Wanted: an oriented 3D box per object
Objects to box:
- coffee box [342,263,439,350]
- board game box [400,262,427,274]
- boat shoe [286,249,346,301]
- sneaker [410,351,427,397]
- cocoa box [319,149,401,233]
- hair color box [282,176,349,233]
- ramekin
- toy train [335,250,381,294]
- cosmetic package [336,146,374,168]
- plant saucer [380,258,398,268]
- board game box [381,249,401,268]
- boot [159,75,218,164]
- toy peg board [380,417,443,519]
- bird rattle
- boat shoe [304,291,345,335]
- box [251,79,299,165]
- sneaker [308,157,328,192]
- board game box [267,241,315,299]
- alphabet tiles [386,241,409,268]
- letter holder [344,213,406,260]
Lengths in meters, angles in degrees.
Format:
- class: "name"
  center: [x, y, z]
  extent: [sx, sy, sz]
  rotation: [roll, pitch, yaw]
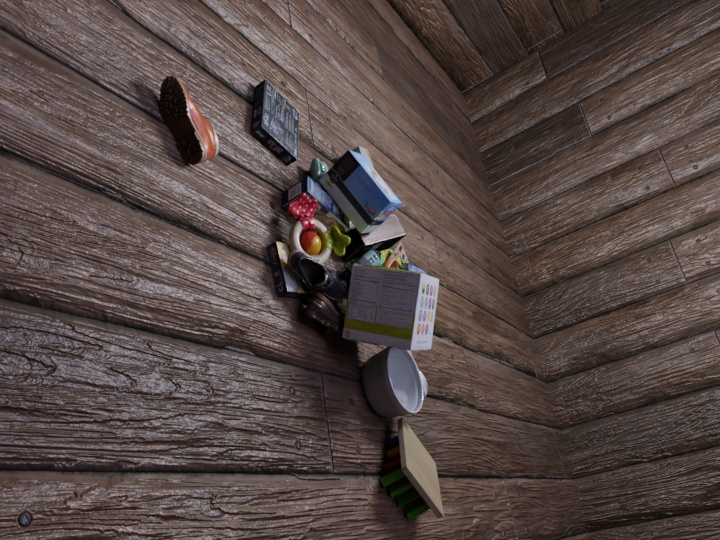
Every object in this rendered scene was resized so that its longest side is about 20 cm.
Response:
- class: "coffee box"
  center: [0.087, 0.100, 1.630]
  extent: [0.199, 0.195, 0.204]
  rotation: [15, 82, -68]
- class: "board game box"
  center: [0.176, 0.090, 2.060]
  extent: [0.134, 0.034, 0.206]
  rotation: [23, 70, -53]
- class: "boat shoe"
  center: [-0.105, 0.022, 1.542]
  extent: [0.200, 0.072, 0.065]
  rotation: [44, -5, -30]
- class: "sneaker"
  center: [0.137, 0.325, 1.870]
  extent: [0.099, 0.074, 0.203]
  rotation: [-41, 106, -43]
- class: "cocoa box"
  center: [0.002, -0.229, 1.753]
  extent: [0.201, 0.131, 0.133]
  rotation: [51, 17, 9]
- class: "hair color box"
  center: [-0.124, -0.170, 1.719]
  extent: [0.199, 0.098, 0.062]
  rotation: [39, 36, -42]
- class: "ramekin"
  center: [0.089, 0.322, 1.725]
  extent: [0.200, 0.103, 0.204]
  rotation: [41, 37, -41]
- class: "toy train"
  center: [0.000, 0.000, 1.789]
  extent: [0.086, 0.113, 0.200]
  rotation: [52, 28, 0]
- class: "cosmetic package"
  center: [0.002, -0.307, 2.053]
  extent: [0.071, 0.103, 0.205]
  rotation: [-1, 71, -62]
- class: "plant saucer"
  center: [0.067, 0.057, 1.860]
  extent: [0.200, 0.037, 0.205]
  rotation: [17, 89, -75]
- class: "board game box"
  center: [0.072, -0.031, 2.027]
  extent: [0.199, 0.047, 0.104]
  rotation: [30, 44, -50]
- class: "boot"
  center: [-0.397, -0.352, 1.404]
  extent: [0.205, 0.073, 0.107]
  rotation: [71, 23, -10]
- class: "toy peg board"
  center: [0.131, 0.558, 1.661]
  extent: [0.202, 0.096, 0.200]
  rotation: [56, 13, -21]
- class: "bird rattle"
  center: [-0.126, -0.094, 1.593]
  extent: [0.200, 0.111, 0.165]
  rotation: [47, 49, -27]
- class: "boat shoe"
  center: [-0.087, 0.134, 1.598]
  extent: [0.071, 0.069, 0.200]
  rotation: [-58, 139, -15]
- class: "box"
  center: [-0.246, -0.434, 1.762]
  extent: [0.160, 0.043, 0.204]
  rotation: [37, 39, -44]
- class: "sneaker"
  center: [-0.143, -0.275, 1.791]
  extent: [0.200, 0.072, 0.121]
  rotation: [-12, 86, -72]
- class: "board game box"
  center: [-0.159, 0.005, 1.593]
  extent: [0.198, 0.034, 0.139]
  rotation: [12, 60, -58]
- class: "alphabet tiles"
  center: [0.120, 0.032, 2.021]
  extent: [0.201, 0.007, 0.170]
  rotation: [-53, 130, -40]
- class: "letter holder"
  center: [0.025, -0.135, 1.897]
  extent: [0.197, 0.100, 0.145]
  rotation: [-16, 76, -44]
